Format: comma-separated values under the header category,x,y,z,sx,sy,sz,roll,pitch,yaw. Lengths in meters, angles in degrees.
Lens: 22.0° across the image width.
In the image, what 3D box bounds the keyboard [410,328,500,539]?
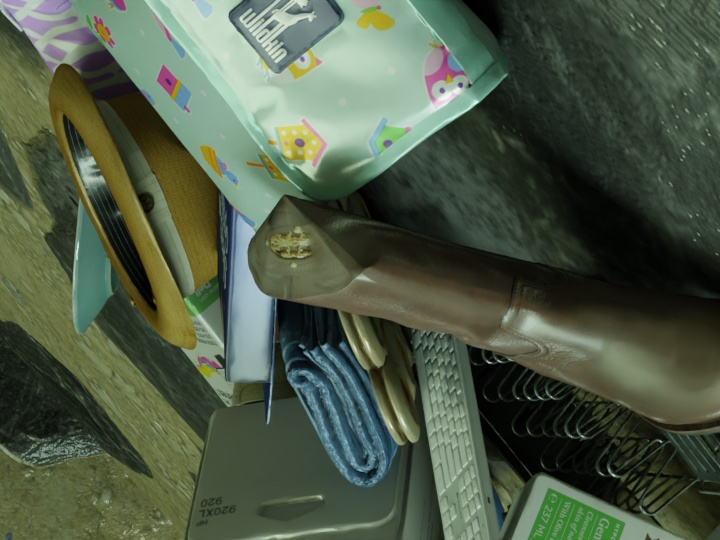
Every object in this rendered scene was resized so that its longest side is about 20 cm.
category,x,y,z,sx,sy,sz,roll,pitch,yaw
keyboard,0.049,0.085,1.022,0.056,0.011,0.201,128,141,-50

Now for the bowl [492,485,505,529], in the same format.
category,x,y,z,sx,sy,sz,roll,pitch,yaw
bowl,0.009,0.199,1.343,0.200,0.201,0.039,40,162,25

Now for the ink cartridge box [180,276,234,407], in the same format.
category,x,y,z,sx,sy,sz,roll,pitch,yaw
ink cartridge box,-0.088,0.046,1.456,0.200,0.084,0.145,53,164,-17

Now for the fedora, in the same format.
category,x,y,z,sx,sy,sz,roll,pitch,yaw
fedora,-0.129,-0.050,1.189,0.201,0.082,0.201,56,163,27

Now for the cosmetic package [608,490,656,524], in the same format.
category,x,y,z,sx,sy,sz,roll,pitch,yaw
cosmetic package,0.125,0.238,1.110,0.104,0.200,0.073,47,139,-2

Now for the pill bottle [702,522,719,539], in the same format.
category,x,y,z,sx,sy,sz,roll,pitch,yaw
pill bottle,0.180,0.178,0.839,0.112,0.200,0.112,44,164,16

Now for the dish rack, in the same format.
category,x,y,z,sx,sy,sz,roll,pitch,yaw
dish rack,0.122,0.077,1.026,0.154,0.055,0.200,50,164,-8

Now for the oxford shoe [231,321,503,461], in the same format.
category,x,y,z,sx,sy,sz,roll,pitch,yaw
oxford shoe,0.010,0.099,1.237,0.199,0.075,0.071,18,152,6

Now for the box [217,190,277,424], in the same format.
category,x,y,z,sx,sy,sz,roll,pitch,yaw
box,-0.064,-0.023,1.070,0.121,0.032,0.201,-102,13,-59

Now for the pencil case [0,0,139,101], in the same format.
category,x,y,z,sx,sy,sz,roll,pitch,yaw
pencil case,-0.177,-0.142,1.244,0.084,0.085,0.200,41,166,50

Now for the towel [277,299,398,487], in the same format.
category,x,y,z,sx,sy,sz,roll,pitch,yaw
towel,-0.014,0.031,1.115,0.200,0.048,0.112,-101,-12,-57

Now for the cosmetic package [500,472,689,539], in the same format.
category,x,y,z,sx,sy,sz,roll,pitch,yaw
cosmetic package,0.161,0.204,1.010,0.199,0.108,0.085,23,161,2

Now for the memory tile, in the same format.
category,x,y,z,sx,sy,sz,roll,pitch,yaw
memory tile,0.000,0.000,1.050,0.200,0.017,0.154,-94,-18,-68

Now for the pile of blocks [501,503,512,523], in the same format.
category,x,y,z,sx,sy,sz,roll,pitch,yaw
pile of blocks,0.152,0.226,1.246,0.200,0.082,0.062,52,164,-14

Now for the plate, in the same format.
category,x,y,z,sx,sy,sz,roll,pitch,yaw
plate,-0.190,-0.050,1.393,0.025,0.201,0.200,8,162,-2

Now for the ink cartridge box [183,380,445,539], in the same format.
category,x,y,z,sx,sy,sz,roll,pitch,yaw
ink cartridge box,-0.004,0.193,1.179,0.147,0.145,0.200,-11,134,18

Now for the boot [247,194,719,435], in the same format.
category,x,y,z,sx,sy,sz,roll,pitch,yaw
boot,0.063,0.015,0.825,0.199,0.065,0.186,20,171,-33

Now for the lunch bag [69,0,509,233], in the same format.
category,x,y,z,sx,sy,sz,roll,pitch,yaw
lunch bag,-0.033,-0.120,0.857,0.171,0.122,0.200,52,157,-8
